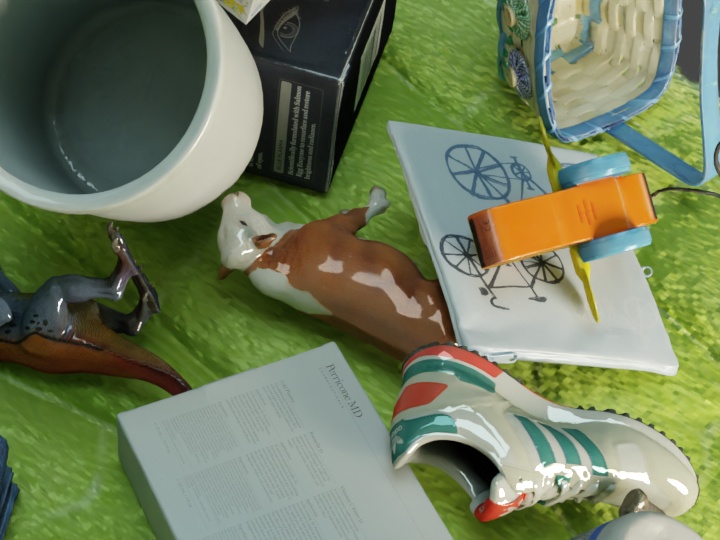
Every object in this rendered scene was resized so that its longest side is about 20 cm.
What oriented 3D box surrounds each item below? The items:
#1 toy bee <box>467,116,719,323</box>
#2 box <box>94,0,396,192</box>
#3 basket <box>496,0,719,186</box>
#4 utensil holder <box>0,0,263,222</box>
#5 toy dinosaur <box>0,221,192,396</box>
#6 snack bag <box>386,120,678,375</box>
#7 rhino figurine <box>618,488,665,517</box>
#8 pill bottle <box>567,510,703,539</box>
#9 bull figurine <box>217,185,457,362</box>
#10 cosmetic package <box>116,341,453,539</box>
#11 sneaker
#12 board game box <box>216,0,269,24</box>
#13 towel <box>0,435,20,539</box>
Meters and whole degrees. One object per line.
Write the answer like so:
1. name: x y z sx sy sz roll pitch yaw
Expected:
1. toy bee: 0.156 -0.030 1.068 0.199 0.109 0.132 7 81 -14
2. box: -0.086 -0.185 1.200 0.199 0.118 0.197 16 49 5
3. basket: 0.188 -0.169 1.190 0.139 0.177 0.200 -29 40 -28
4. utensil holder: -0.149 -0.114 0.997 0.169 0.200 0.171 0 88 6
5. toy dinosaur: -0.224 0.033 1.022 0.181 0.105 0.201 -25 67 -2
6. snack bag: 0.119 -0.012 1.098 0.188 0.021 0.201 6 51 -32
7. rhino figurine: 0.157 0.227 0.910 0.087 0.060 0.201 34 50 -12
8. pill bottle: 0.089 0.207 0.821 0.113 0.200 0.114 27 47 -32
9. bull figurine: 0.000 0.000 1.086 0.199 0.065 0.121 31 46 13
10. cosmetic package: -0.040 0.150 0.962 0.150 0.052 0.200 -18 54 -20
11. sneaker: 0.107 0.123 0.979 0.199 0.070 0.094 25 49 -4
12. board game box: -0.065 -0.273 1.077 0.134 0.034 0.200 38 63 4
13. towel: -0.268 0.179 0.911 0.111 0.049 0.201 9 50 0
